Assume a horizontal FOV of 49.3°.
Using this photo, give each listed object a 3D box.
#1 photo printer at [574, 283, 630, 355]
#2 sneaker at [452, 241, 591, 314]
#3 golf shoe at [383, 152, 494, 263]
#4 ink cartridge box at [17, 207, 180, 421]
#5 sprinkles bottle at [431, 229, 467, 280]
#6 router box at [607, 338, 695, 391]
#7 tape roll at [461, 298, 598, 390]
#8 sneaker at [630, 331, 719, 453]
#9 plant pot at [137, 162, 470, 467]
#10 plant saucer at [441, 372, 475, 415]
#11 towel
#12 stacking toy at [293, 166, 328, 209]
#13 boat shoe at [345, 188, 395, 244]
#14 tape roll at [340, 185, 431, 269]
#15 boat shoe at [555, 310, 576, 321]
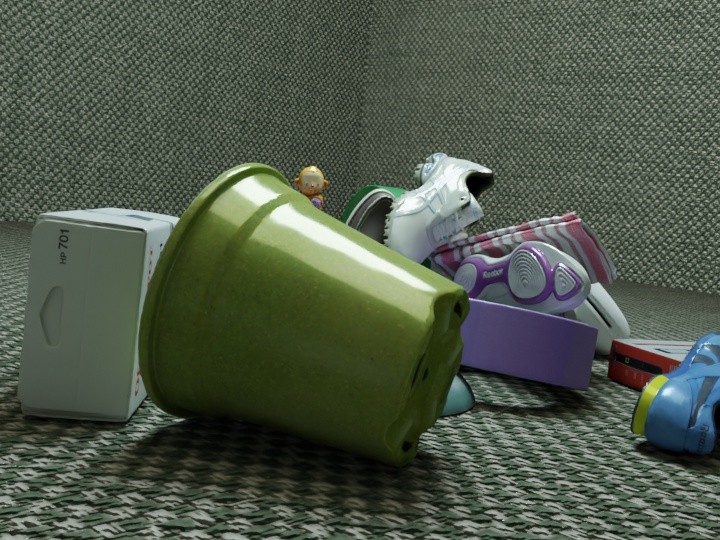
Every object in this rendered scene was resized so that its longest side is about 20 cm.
[{"bbox_3d":[0.302,0.040,1.159,0.167,0.069,0.200,48,-3,-11],"label":"photo printer"},{"bbox_3d":[0.192,0.013,0.879,0.098,0.076,0.199,14,-5,-28],"label":"sneaker"},{"bbox_3d":[0.095,-0.067,0.937,0.096,0.201,0.079,8,-38,30],"label":"golf shoe"},{"bbox_3d":[-0.207,0.027,0.661,0.084,0.149,0.200,7,5,-6],"label":"ink cartridge box"},{"bbox_3d":[0.108,-0.003,1.058,0.067,0.204,0.068,5,4,0],"label":"sprinkles bottle"},{"bbox_3d":[0.419,0.122,0.897,0.197,0.050,0.179,4,5,-19],"label":"router box"},{"bbox_3d":[0.147,0.074,0.837,0.197,0.067,0.200,12,-5,1],"label":"tape roll"},{"bbox_3d":[0.316,0.113,0.701,0.078,0.067,0.199,19,25,37],"label":"sneaker"},{"bbox_3d":[-0.026,0.045,0.572,0.182,0.204,0.200,20,10,22],"label":"plant pot"},{"bbox_3d":[0.016,0.103,0.771,0.196,0.028,0.200,7,5,-1],"label":"plant saucer"},{"bbox_3d":[0.196,-0.007,0.959,0.198,0.030,0.146,-14,-33,30],"label":"towel"},{"bbox_3d":[-0.069,-0.037,1.040,0.114,0.203,0.110,3,19,-9],"label":"stacking toy"},{"bbox_3d":[0.000,0.000,0.951,0.071,0.202,0.060,23,5,-15],"label":"boat shoe"},{"bbox_3d":[0.025,-0.012,1.067,0.047,0.204,0.200,3,5,-27],"label":"tape roll"},{"bbox_3d":[0.239,0.085,1.048,0.070,0.071,0.201,1,-1,1],"label":"boat shoe"}]
